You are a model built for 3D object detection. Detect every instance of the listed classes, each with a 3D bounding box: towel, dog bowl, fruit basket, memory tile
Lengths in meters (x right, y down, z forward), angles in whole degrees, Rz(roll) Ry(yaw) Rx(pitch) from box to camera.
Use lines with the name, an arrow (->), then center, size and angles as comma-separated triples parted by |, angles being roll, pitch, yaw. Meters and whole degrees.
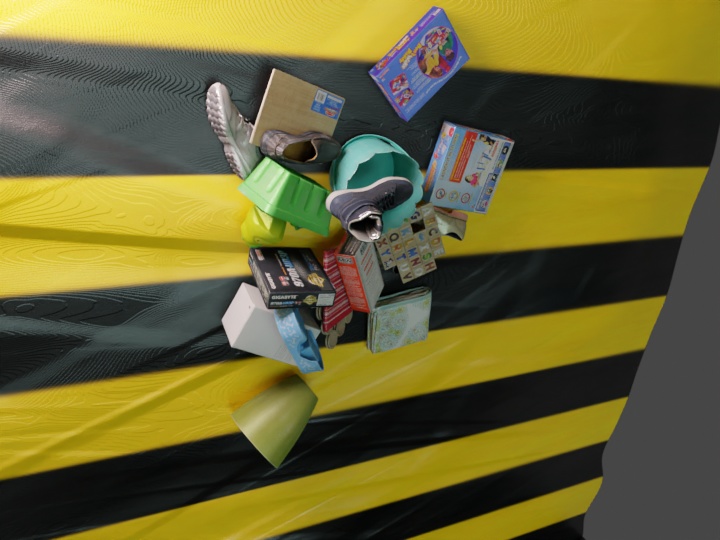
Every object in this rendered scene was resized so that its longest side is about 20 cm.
towel -> -0.057, 0.035, 1.381 | 0.144, 0.022, 0.205 | -33, 128, -61
dog bowl -> -0.142, 0.155, 1.288 | 0.049, 0.112, 0.203 | -21, 125, 1
towel -> 0.109, 0.141, 1.590 | 0.196, 0.048, 0.174 | -12, 126, -20
fruit basket -> -0.177, -0.119, 1.213 | 0.213, 0.155, 0.219 | -28, 137, -30
memory tile -> -0.071, 0.086, 1.424 | 0.154, 0.016, 0.203 | -58, 145, -46

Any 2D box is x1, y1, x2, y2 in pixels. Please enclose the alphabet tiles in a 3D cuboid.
alphabet tiles -> 0.127, -0.060, 1.413 | 0.164, 0.008, 0.202 | -24, 128, -1

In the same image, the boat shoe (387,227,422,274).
boat shoe -> 0.150, -0.058, 1.481 | 0.198, 0.057, 0.069 | -37, 128, -2

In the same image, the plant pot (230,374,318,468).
plant pot -> -0.214, 0.384, 1.507 | 0.200, 0.186, 0.189 | -43, 130, -15

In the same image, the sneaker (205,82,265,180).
sneaker -> -0.251, -0.290, 1.143 | 0.081, 0.074, 0.203 | -35, 135, -22

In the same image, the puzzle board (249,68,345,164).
puzzle board -> -0.130, -0.318, 1.179 | 0.198, 0.017, 0.153 | 5, 113, -47

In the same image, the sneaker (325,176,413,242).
sneaker -> 0.044, -0.126, 1.161 | 0.198, 0.146, 0.078 | -17, 125, -17

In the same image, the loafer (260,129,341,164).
loafer -> -0.112, -0.249, 1.176 | 0.197, 0.072, 0.074 | -11, 125, -40

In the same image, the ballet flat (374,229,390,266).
ballet flat -> 0.052, -0.103, 1.406 | 0.073, 0.068, 0.204 | 6, 119, -11

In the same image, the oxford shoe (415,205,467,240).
oxford shoe -> 0.185, -0.119, 1.429 | 0.195, 0.071, 0.076 | 6, 82, -15

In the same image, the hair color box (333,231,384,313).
hair color box -> 0.000, 0.000, 1.395 | 0.203, 0.060, 0.102 | 75, 33, -43

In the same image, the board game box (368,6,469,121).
board game box -> 0.132, -0.455, 1.240 | 0.200, 0.045, 0.134 | -44, 128, 3

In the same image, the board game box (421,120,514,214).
board game box -> 0.269, -0.257, 1.422 | 0.192, 0.056, 0.204 | 5, 116, -29

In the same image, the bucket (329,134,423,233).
bucket -> 0.029, -0.201, 1.284 | 0.203, 0.135, 0.211 | -13, 124, -20

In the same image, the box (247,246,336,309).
box -> -0.160, 0.013, 1.278 | 0.155, 0.201, 0.047 | 0, 121, -25

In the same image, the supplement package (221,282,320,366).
supplement package -> -0.219, 0.135, 1.373 | 0.198, 0.118, 0.118 | 25, 105, -36
